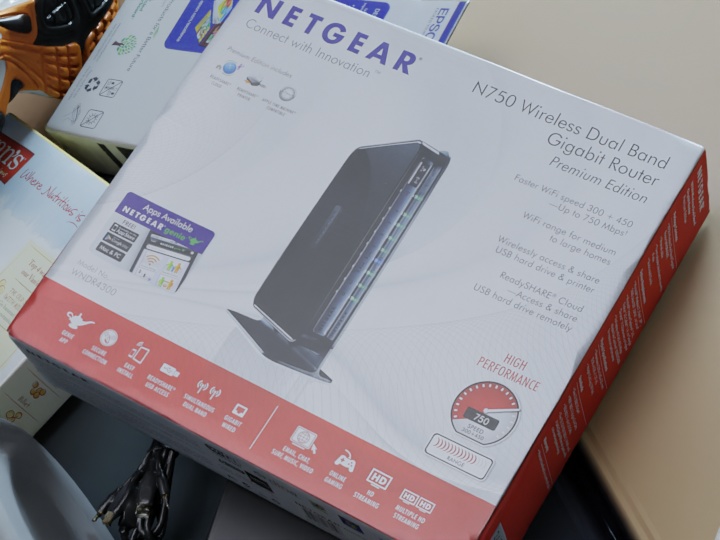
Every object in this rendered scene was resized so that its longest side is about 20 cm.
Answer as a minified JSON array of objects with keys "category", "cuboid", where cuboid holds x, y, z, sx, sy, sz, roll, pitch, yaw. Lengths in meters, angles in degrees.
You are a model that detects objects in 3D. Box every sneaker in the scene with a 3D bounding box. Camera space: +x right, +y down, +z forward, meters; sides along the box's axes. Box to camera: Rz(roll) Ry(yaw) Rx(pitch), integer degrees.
[{"category":"sneaker","cuboid":[-0.186,-0.109,0.847,0.092,0.076,0.200,14,30,20]}]

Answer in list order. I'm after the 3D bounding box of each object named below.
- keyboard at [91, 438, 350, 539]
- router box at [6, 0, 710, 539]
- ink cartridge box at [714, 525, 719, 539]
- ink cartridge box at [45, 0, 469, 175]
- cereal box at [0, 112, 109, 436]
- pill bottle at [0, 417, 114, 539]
[{"category":"keyboard","cuboid":[-0.027,0.060,0.702,0.127,0.021,0.200,8,59,22]},{"category":"router box","cuboid":[0.000,0.000,0.678,0.200,0.049,0.180,24,71,23]},{"category":"ink cartridge box","cuboid":[0.153,0.133,0.463,0.125,0.129,0.200,10,63,37]},{"category":"ink cartridge box","cuboid":[-0.043,-0.080,0.815,0.200,0.039,0.100,13,64,40]},{"category":"cereal box","cuboid":[-0.184,0.032,0.814,0.200,0.040,0.144,-46,43,-8]},{"category":"pill bottle","cuboid":[-0.190,0.151,0.674,0.200,0.111,0.111,-34,45,5]}]
